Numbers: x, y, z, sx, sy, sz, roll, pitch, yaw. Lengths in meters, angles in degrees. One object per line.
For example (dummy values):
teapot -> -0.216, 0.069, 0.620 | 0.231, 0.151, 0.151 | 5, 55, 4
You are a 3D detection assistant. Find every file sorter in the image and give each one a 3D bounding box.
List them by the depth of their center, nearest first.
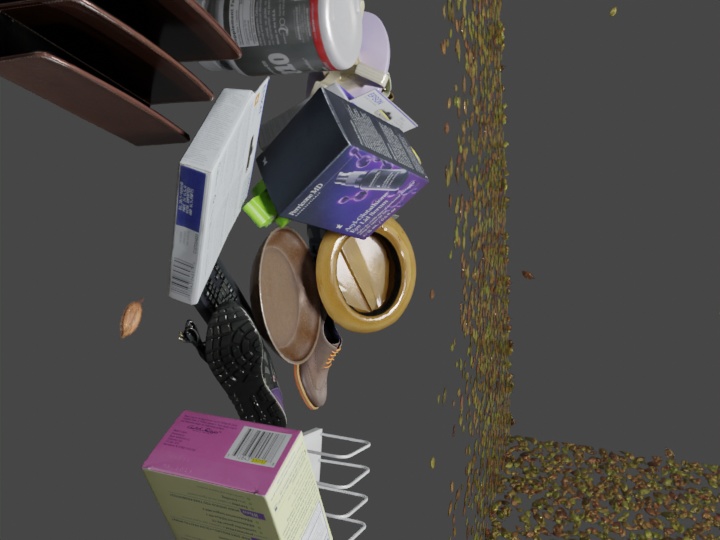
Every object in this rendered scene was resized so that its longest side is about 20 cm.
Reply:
file sorter -> -0.059, 0.388, 1.091 | 0.138, 0.121, 0.206 | 8, 85, -68

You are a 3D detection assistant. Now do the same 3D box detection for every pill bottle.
pill bottle -> -0.105, -0.299, 0.786 | 0.113, 0.195, 0.117 | 3, 90, -68

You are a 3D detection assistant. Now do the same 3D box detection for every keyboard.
keyboard -> -0.188, 0.069, 0.865 | 0.202, 0.020, 0.129 | 67, 33, -46

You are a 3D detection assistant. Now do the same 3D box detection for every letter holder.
letter holder -> -0.215, -0.200, 0.602 | 0.199, 0.138, 0.104 | 25, 70, -67

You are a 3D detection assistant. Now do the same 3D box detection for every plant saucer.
plant saucer -> -0.115, 0.038, 0.969 | 0.200, 0.036, 0.206 | -9, 90, -70

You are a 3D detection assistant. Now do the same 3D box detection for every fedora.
fedora -> 0.000, 0.000, 1.076 | 0.196, 0.081, 0.207 | -4, 98, -25

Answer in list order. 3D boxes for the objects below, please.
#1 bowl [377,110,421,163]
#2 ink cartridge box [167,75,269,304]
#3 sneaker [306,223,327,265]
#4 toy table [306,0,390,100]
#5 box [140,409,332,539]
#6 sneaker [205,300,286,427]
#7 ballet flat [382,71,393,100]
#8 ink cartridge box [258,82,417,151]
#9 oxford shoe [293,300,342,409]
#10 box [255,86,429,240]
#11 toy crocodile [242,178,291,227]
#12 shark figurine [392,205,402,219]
bowl -> 0.014, -0.239, 1.186 | 0.094, 0.202, 0.200 | -42, 154, 5
ink cartridge box -> -0.166, -0.099, 0.748 | 0.203, 0.040, 0.202 | -76, -176, -46
sneaker -> -0.059, 0.001, 1.118 | 0.082, 0.069, 0.204 | -47, 130, -41
toy table -> -0.031, -0.326, 1.026 | 0.117, 0.179, 0.206 | -4, 108, -79
box -> -0.144, 0.290, 0.795 | 0.097, 0.171, 0.204 | -56, 142, -50
sneaker -> -0.155, 0.124, 0.870 | 0.088, 0.074, 0.205 | -105, -179, -66
ballet flat -> 0.020, -0.369, 1.247 | 0.069, 0.071, 0.200 | 63, 11, 24
ink cartridge box -> -0.031, -0.221, 0.993 | 0.197, 0.196, 0.044 | 9, 61, -68
oxford shoe -> -0.070, 0.144, 1.097 | 0.071, 0.071, 0.206 | -38, 127, -62
box -> -0.023, -0.141, 0.912 | 0.198, 0.147, 0.106 | 10, 47, -51
toy crocodile -> -0.118, -0.105, 0.949 | 0.067, 0.062, 0.201 | 44, 27, -6
shark figurine -> 0.043, -0.108, 1.304 | 0.213, 0.088, 0.132 | 4, 74, -64
